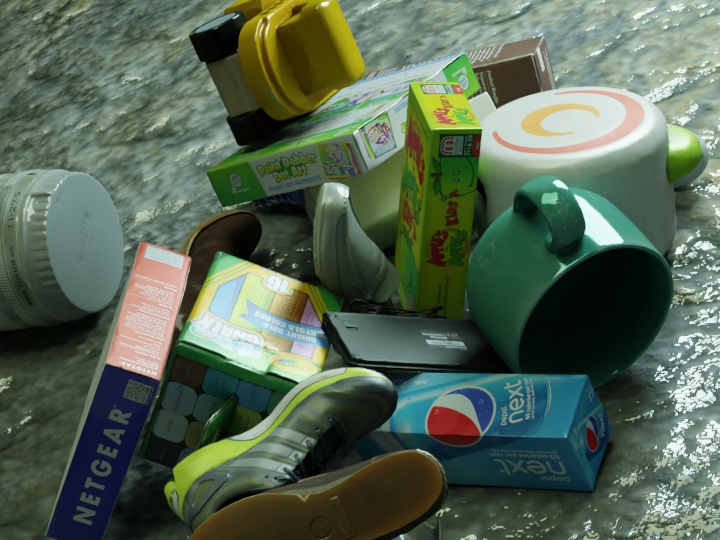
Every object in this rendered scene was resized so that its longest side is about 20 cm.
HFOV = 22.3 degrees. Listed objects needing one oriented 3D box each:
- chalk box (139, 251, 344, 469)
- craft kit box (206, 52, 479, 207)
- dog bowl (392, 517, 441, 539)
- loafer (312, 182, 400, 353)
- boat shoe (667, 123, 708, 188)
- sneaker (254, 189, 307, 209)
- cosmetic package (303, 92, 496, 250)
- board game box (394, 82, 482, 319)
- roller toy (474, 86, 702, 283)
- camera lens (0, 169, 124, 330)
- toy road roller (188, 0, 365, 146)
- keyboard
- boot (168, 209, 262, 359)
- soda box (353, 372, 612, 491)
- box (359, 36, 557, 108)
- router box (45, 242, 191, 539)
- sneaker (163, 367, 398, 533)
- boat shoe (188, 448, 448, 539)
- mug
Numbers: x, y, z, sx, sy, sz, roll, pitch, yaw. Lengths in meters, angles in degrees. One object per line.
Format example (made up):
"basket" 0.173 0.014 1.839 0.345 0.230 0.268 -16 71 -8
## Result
"chalk box" -0.099 0.099 1.510 0.123 0.126 0.200 20 31 -2
"craft kit box" -0.016 -0.135 1.751 0.199 0.049 0.197 -10 18 43
"dog bowl" -0.026 0.239 1.369 0.198 0.059 0.201 -16 31 10
"loafer" 0.000 0.000 1.591 0.069 0.201 0.070 -1 50 10
"boat shoe" 0.244 -0.119 1.748 0.199 0.069 0.057 1 35 36
"sneaker" -0.070 -0.094 1.911 0.114 0.081 0.200 -22 23 7
"cosmetic package" 0.049 -0.084 1.768 0.199 0.104 0.073 -27 76 -8
"board game box" 0.067 -0.055 1.628 0.047 0.202 0.102 -1 29 -9
"roller toy" 0.188 -0.070 1.634 0.199 0.141 0.182 17 37 43
"camera lens" -0.366 -0.018 1.890 0.198 0.161 0.160 -6 34 24
"toy road roller" -0.056 -0.213 1.761 0.145 0.124 0.200 -15 18 31
"keyboard" 0.062 0.068 1.535 0.198 0.040 0.104 6 29 -25
"boot" -0.119 0.027 1.776 0.166 0.073 0.200 21 49 34
"soda box" 0.092 0.126 1.451 0.198 0.068 0.064 -2 46 31
"box" 0.101 -0.166 1.871 0.198 0.101 0.075 -8 21 22
"router box" -0.207 0.108 1.569 0.048 0.201 0.180 18 34 -8
"sneaker" -0.052 0.151 1.409 0.199 0.074 0.081 -34 39 -2
"boat shoe" -0.029 0.186 1.342 0.198 0.071 0.070 -17 -7 3
"mug" 0.166 -0.004 1.484 0.151 0.186 0.115 -2 36 -31
